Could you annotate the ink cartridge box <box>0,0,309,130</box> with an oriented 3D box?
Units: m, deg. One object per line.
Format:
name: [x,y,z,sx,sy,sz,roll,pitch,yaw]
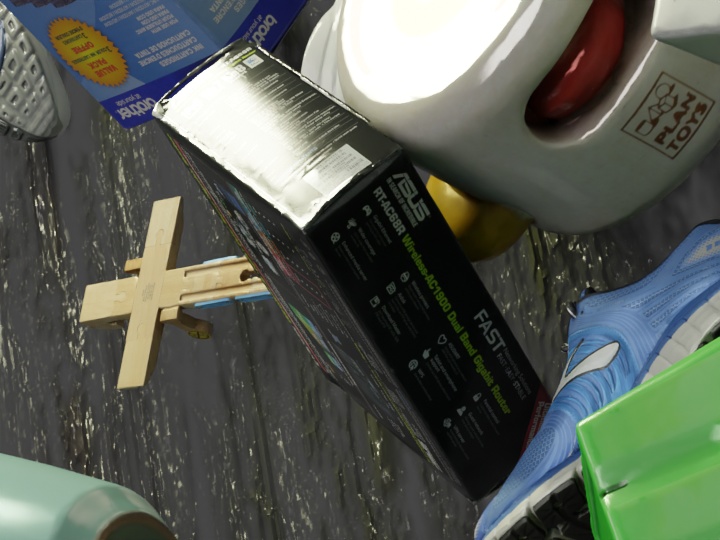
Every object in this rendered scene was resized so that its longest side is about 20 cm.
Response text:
ink cartridge box: [-0.125,-0.162,1.531,0.136,0.200,0.076,-16,36,52]

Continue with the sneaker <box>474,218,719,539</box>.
sneaker: [0.121,0.060,1.220,0.200,0.078,0.089,-49,36,17]

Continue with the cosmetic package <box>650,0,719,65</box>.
cosmetic package: [0.246,-0.152,1.052,0.200,0.165,0.165,-3,74,51]

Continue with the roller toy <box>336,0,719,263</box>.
roller toy: [0.092,-0.114,1.254,0.182,0.140,0.200,-22,50,48]

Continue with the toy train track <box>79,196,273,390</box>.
toy train track: [-0.079,0.012,1.519,0.200,0.033,0.115,-10,63,44]

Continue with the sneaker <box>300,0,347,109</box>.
sneaker: [0.035,-0.157,1.417,0.099,0.075,0.200,7,83,34]

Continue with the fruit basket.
fruit basket: [0.202,0.112,1.068,0.215,0.156,0.216,-5,55,7]

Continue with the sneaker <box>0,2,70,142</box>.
sneaker: [-0.232,-0.166,1.740,0.075,0.087,0.200,-45,64,30]

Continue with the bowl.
bowl: [-0.157,0.189,1.443,0.105,0.201,0.201,-10,68,28]

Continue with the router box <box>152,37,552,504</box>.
router box: [0.000,0.000,1.287,0.062,0.200,0.150,-40,39,-11]
